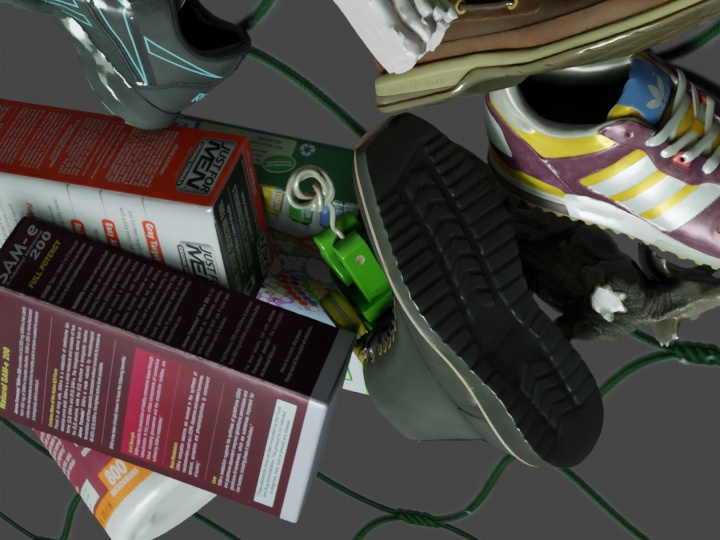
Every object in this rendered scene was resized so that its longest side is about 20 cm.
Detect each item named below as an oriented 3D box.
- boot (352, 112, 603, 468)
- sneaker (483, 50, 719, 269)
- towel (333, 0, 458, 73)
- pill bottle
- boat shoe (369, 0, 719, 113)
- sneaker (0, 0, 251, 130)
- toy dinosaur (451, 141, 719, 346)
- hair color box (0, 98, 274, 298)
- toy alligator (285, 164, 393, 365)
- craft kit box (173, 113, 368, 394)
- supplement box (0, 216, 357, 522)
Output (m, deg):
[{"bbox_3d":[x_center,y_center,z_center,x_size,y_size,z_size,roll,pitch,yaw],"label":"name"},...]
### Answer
[{"bbox_3d":[0.024,0.019,0.967,0.138,0.077,0.201,-3,119,55],"label":"boot"},{"bbox_3d":[0.156,-0.059,0.920,0.199,0.075,0.090,12,150,12],"label":"sneaker"},{"bbox_3d":[-0.031,-0.168,0.762,0.200,0.032,0.191,54,-179,-5],"label":"towel"},{"bbox_3d":[-0.161,0.060,1.157,0.200,0.114,0.114,51,148,13],"label":"pill bottle"},{"bbox_3d":[0.082,-0.123,0.848,0.199,0.072,0.068,-11,93,39],"label":"boat shoe"},{"bbox_3d":[-0.137,-0.157,0.962,0.079,0.076,0.200,-21,135,28],"label":"sneaker"},{"bbox_3d":[0.108,-0.006,1.012,0.199,0.102,0.077,30,117,12],"label":"toy dinosaur"},{"bbox_3d":[-0.156,-0.035,1.060,0.199,0.061,0.102,11,139,17],"label":"hair color box"},{"bbox_3d":[0.000,0.000,1.036,0.054,0.059,0.200,46,172,49],"label":"toy alligator"},{"bbox_3d":[-0.028,-0.001,1.131,0.199,0.049,0.198,12,148,14],"label":"craft kit box"},{"bbox_3d":[-0.111,0.056,1.038,0.199,0.061,0.109,19,135,4],"label":"supplement box"}]
